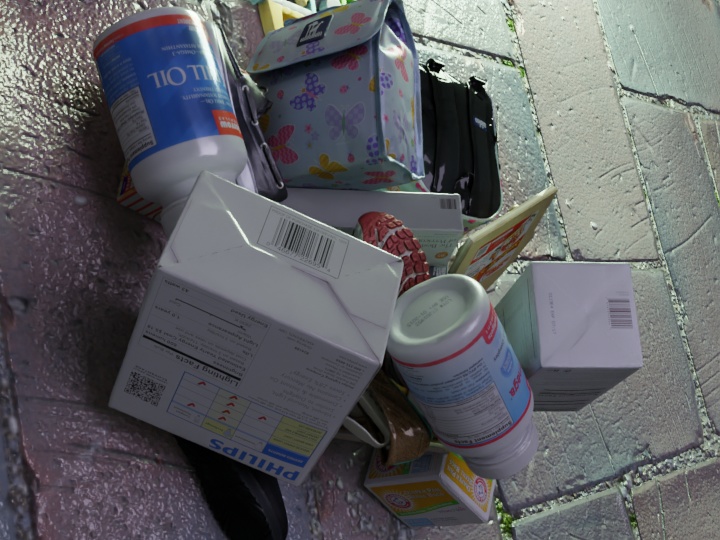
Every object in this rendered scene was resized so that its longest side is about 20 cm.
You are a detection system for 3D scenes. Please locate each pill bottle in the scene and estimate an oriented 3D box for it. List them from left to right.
[{"bbox_3d":[-0.170,-0.131,0.984,0.112,0.112,0.202,-13,81,-50],"label":"pill bottle"},{"bbox_3d":[0.106,0.110,1.034,0.201,0.108,0.109,60,38,-34],"label":"pill bottle"}]

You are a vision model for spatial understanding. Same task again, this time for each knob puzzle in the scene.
[{"bbox_3d":[0.149,-0.013,1.323,0.030,0.221,0.219,44,36,18],"label":"knob puzzle"}]

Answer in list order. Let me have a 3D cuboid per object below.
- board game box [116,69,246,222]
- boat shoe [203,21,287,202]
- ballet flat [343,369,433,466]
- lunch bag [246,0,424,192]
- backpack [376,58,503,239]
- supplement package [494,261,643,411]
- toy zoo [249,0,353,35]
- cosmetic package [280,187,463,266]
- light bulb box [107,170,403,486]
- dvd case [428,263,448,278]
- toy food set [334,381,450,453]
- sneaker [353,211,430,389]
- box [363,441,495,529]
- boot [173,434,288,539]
[{"bbox_3d":[-0.168,-0.134,1.108,0.151,0.046,0.202,27,55,-39],"label":"board game box"},{"bbox_3d":[-0.118,-0.157,1.062,0.065,0.070,0.202,-13,80,-20],"label":"boat shoe"},{"bbox_3d":[-0.007,0.113,1.068,0.072,0.068,0.201,-30,82,-28],"label":"ballet flat"},{"bbox_3d":[-0.030,-0.188,1.120,0.127,0.168,0.203,25,61,-59],"label":"lunch bag"},{"bbox_3d":[0.090,-0.137,1.319,0.176,0.150,0.202,15,55,-38],"label":"backpack"},{"bbox_3d":[0.211,0.077,1.134,0.108,0.200,0.115,1,70,-8],"label":"supplement package"},{"bbox_3d":[-0.062,-0.311,1.321,0.199,0.020,0.133,10,67,-46],"label":"toy zoo"},{"bbox_3d":[0.006,-0.044,1.141,0.197,0.083,0.051,1,63,-9],"label":"cosmetic package"},{"bbox_3d":[-0.093,0.056,0.917,0.196,0.201,0.126,24,45,-7],"label":"light bulb box"},{"bbox_3d":[0.000,0.000,1.174,0.197,0.022,0.148,10,60,-7],"label":"dvd case"},{"bbox_3d":[0.045,0.107,1.166,0.061,0.142,0.202,72,29,-47],"label":"toy food set"},{"bbox_3d":[0.025,0.036,1.076,0.077,0.082,0.202,-30,117,-34],"label":"sneaker"},{"bbox_3d":[0.096,0.184,1.219,0.101,0.112,0.202,46,44,-32],"label":"box"},{"bbox_3d":[-0.095,0.163,1.049,0.162,0.073,0.200,-34,97,-49],"label":"boot"}]
